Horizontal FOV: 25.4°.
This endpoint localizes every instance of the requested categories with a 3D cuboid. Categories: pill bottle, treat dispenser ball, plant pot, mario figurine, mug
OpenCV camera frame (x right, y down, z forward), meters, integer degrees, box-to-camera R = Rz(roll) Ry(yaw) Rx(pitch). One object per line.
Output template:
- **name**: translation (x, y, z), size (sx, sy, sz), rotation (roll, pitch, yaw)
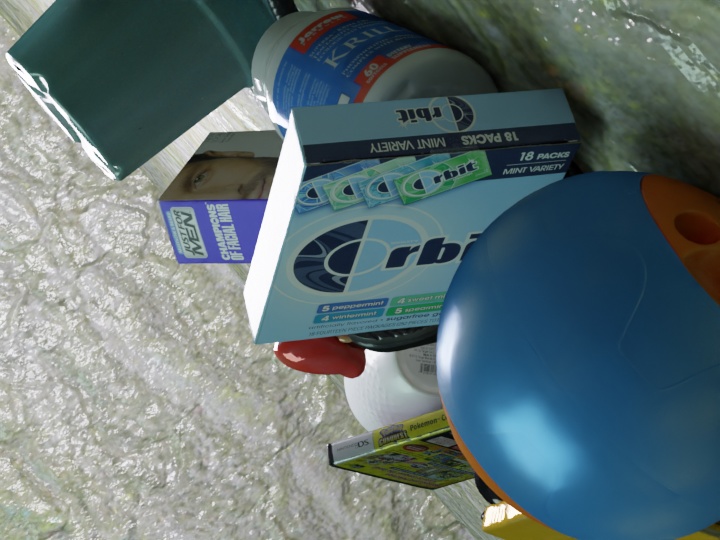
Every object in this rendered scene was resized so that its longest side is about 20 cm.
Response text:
- **pill bottle**: translation (0.002, -0.118, 1.097), size (0.112, 0.112, 0.200), rotation (53, 169, -34)
- **treat dispenser ball**: translation (0.140, 0.046, 0.867), size (0.201, 0.201, 0.201), rotation (46, 171, 9)
- **plant pot**: translation (-0.190, -0.196, 1.402), size (0.200, 0.196, 0.200), rotation (45, 171, 9)
- **mario figurine**: translation (0.000, 0.000, 1.328), size (0.106, 0.200, 0.124), rotation (40, 169, 34)
- **mug**: translation (0.089, 0.107, 1.635), size (0.199, 0.149, 0.175), rotation (20, 165, -2)

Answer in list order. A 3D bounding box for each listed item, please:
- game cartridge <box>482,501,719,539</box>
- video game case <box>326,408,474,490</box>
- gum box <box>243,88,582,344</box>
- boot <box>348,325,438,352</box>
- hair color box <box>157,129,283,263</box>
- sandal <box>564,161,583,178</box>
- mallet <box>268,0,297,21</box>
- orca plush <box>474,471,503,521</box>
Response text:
- **game cartridge**: translation (0.219, 0.213, 1.310), size (0.175, 0.033, 0.200), rotation (21, 158, -16)
- **video game case**: translation (0.095, 0.177, 1.609), size (0.200, 0.180, 0.026), rotation (22, -127, -53)
- **gum box**: translation (0.025, -0.030, 0.990), size (0.200, 0.169, 0.045), rotation (110, 150, -56)
- **boot**: translation (0.080, 0.078, 1.300), size (0.201, 0.164, 0.066), rotation (77, 168, -46)
- **hair color box**: translation (-0.043, -0.059, 1.234), size (0.199, 0.110, 0.065), rotation (-1, 124, 24)
- **sandal**: translation (0.157, 0.018, 1.035), size (0.075, 0.045, 0.201), rotation (-32, 81, 42)
- **mallet**: translation (-0.047, -0.156, 1.266), size (0.041, 0.066, 0.200), rotation (38, 167, 51)
- **orca plush**: translation (0.129, 0.159, 1.444), size (0.071, 0.105, 0.200), rotation (42, -165, 6)
